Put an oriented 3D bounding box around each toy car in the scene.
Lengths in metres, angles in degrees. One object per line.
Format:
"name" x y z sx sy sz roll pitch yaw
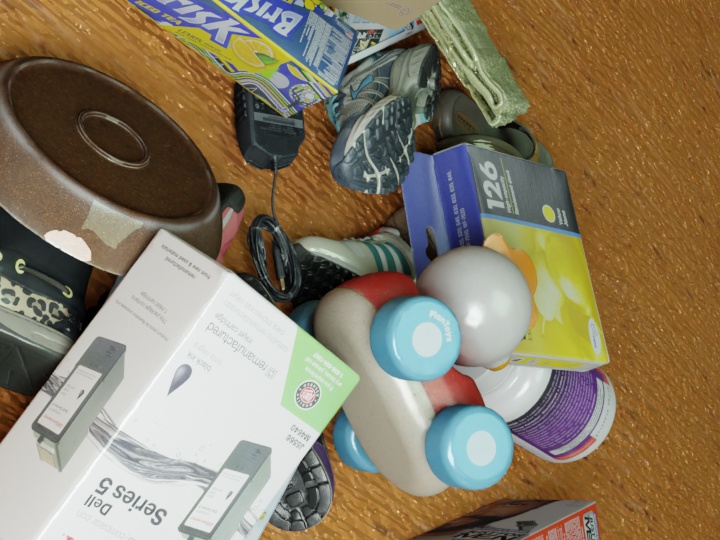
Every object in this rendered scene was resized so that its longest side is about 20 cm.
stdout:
"toy car" 0.077 0.057 1.030 0.200 0.184 0.177 -31 101 -25

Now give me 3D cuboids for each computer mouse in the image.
"computer mouse" -0.075 -0.072 1.052 0.059 0.034 0.201 9 73 -41

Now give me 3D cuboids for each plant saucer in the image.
"plant saucer" -0.167 -0.075 0.850 0.200 0.035 0.200 30 27 -18

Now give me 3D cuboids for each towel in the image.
"towel" 0.107 -0.201 1.229 0.149 0.036 0.200 58 13 1

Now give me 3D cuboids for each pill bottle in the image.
"pill bottle" 0.153 0.105 1.265 0.200 0.111 0.112 33 59 -45

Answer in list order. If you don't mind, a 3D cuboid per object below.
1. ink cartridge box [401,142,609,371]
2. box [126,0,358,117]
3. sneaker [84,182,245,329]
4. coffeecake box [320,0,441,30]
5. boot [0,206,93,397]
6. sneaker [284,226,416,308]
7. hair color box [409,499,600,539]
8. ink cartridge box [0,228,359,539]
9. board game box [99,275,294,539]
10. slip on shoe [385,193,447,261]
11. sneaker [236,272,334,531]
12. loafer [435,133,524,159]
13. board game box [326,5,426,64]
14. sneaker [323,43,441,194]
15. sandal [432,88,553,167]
"ink cartridge box" 0.129 -0.012 1.177 0.200 0.047 0.198 9 65 -44
"box" -0.101 -0.202 0.991 0.200 0.070 0.064 35 57 -30
"sneaker" -0.139 0.024 0.951 0.200 0.074 0.087 -60 139 -28
"coffeecake box" -0.014 -0.321 1.099 0.153 0.073 0.200 10 64 -43
"boot" -0.247 -0.028 0.813 0.203 0.073 0.154 35 42 -26
"sneaker" 0.001 0.000 1.137 0.200 0.070 0.094 25 42 -42
"hair color box" 0.127 0.262 1.208 0.200 0.111 0.064 -7 90 -53
"ink cartridge box" -0.117 0.100 0.802 0.200 0.084 0.145 -54 136 -6
"board game box" -0.125 0.119 0.897 0.200 0.041 0.200 30 88 -46
"slip on shoe" 0.098 -0.007 1.255 0.200 0.060 0.076 38 37 -46
"sneaker" -0.073 0.101 1.029 0.088 0.076 0.200 -7 80 -82
"loafer" 0.139 -0.064 1.303 0.200 0.076 0.068 40 49 -42
"board game box" -0.022 -0.247 1.156 0.200 0.035 0.127 -35 111 -49
"sneaker" 0.005 -0.127 1.131 0.200 0.086 0.078 -58 144 -50
"sandal" 0.147 -0.130 1.339 0.200 0.054 0.082 32 60 -45
